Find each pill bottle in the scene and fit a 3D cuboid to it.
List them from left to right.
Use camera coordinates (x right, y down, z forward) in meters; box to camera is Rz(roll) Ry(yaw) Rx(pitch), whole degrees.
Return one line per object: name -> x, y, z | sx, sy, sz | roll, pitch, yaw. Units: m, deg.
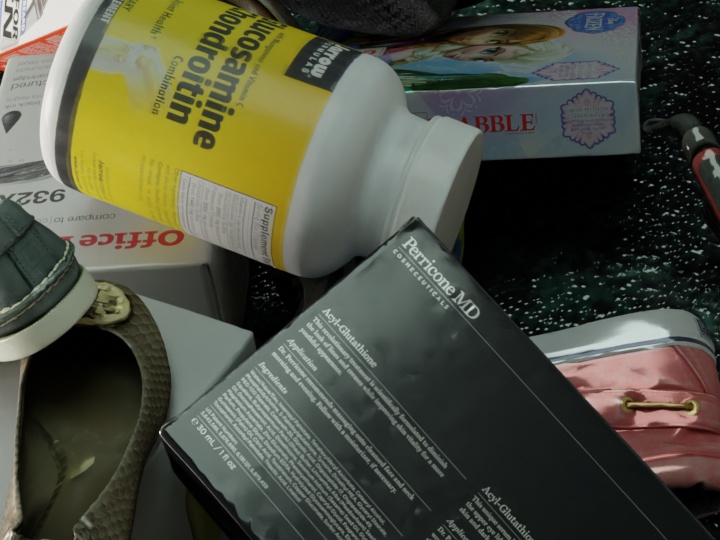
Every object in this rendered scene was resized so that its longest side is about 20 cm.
pill bottle -> -0.046, -0.063, 0.893 | 0.199, 0.113, 0.112 | 20, 47, 10

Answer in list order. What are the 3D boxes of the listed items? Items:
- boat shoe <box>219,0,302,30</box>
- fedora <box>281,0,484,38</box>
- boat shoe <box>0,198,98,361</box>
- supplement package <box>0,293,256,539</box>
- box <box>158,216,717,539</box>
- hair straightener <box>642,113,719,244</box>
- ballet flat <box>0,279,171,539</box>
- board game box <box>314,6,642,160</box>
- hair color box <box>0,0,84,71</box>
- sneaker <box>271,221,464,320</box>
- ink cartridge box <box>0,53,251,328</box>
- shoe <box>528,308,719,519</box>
boat shoe -> -0.108, -0.144, 1.135 | 0.068, 0.072, 0.199 | -47, 31, -16
fedora -> -0.002, -0.195, 1.046 | 0.199, 0.201, 0.092 | 6, 53, 18
boat shoe -> -0.196, 0.001, 0.819 | 0.199, 0.062, 0.073 | -3, 40, 46
supplement package -> -0.153, 0.109, 0.834 | 0.155, 0.111, 0.200 | 16, 48, 28
box -> 0.036, 0.102, 0.748 | 0.141, 0.079, 0.200 | -39, 77, -12
hair straightener -> 0.194, 0.001, 0.915 | 0.041, 0.077, 0.201 | -31, 58, 5
ballet flat -> -0.117, 0.069, 0.752 | 0.067, 0.047, 0.201 | -3, 43, 5
board game box -> 0.058, -0.105, 1.030 | 0.198, 0.042, 0.200 | -2, 19, 9
hair color box -> -0.163, -0.186, 1.099 | 0.064, 0.112, 0.199 | 9, -9, -34
sneaker -> 0.000, 0.001, 0.954 | 0.082, 0.071, 0.200 | 17, 51, 20
ink cartridge box -> -0.135, -0.034, 1.011 | 0.144, 0.084, 0.201 | -3, 41, 6
shoe -> 0.071, 0.086, 0.842 | 0.198, 0.072, 0.092 | -15, 55, 12
